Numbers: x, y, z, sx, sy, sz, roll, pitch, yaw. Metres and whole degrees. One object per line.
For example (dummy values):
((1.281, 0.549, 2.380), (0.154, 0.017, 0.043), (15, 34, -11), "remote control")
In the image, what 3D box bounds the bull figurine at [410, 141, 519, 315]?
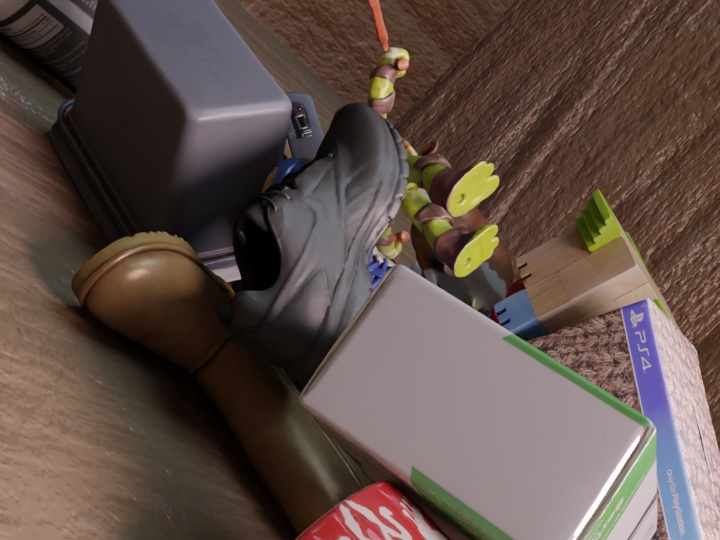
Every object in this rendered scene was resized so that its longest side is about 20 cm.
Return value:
((0.078, -0.006, 0.879), (0.200, 0.064, 0.123), (48, 30, -30), "bull figurine")

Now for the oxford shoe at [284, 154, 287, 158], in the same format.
((-0.117, -0.098, 1.152), (0.072, 0.071, 0.201), (33, 16, -36), "oxford shoe")

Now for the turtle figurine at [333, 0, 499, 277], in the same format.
((0.026, -0.076, 0.764), (0.064, 0.203, 0.161), (-17, 37, -32), "turtle figurine")

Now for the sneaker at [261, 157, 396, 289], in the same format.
((0.000, 0.000, 0.783), (0.087, 0.076, 0.201), (12, -34, 36), "sneaker")

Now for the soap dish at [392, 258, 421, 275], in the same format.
((0.075, 0.106, 0.994), (0.201, 0.080, 0.158), (55, -9, 41), "soap dish")

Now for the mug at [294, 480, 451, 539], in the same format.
((0.042, 0.208, 0.479), (0.200, 0.133, 0.178), (45, -12, 21), "mug")

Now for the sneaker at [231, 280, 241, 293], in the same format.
((-0.041, 0.002, 0.977), (0.072, 0.083, 0.200), (20, -1, 18), "sneaker")

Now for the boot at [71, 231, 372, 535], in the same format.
((-0.067, 0.078, 0.658), (0.201, 0.066, 0.175), (52, 11, 24), "boot")

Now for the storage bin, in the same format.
((-0.122, -0.108, 0.795), (0.144, 0.136, 0.201), (-12, 51, -34), "storage bin")

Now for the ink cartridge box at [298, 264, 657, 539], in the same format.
((0.071, 0.103, 0.566), (0.145, 0.085, 0.200), (31, -14, 27), "ink cartridge box")

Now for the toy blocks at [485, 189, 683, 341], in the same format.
((0.151, 0.042, 0.803), (0.200, 0.135, 0.101), (43, 24, -51), "toy blocks")

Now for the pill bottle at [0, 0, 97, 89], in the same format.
((-0.261, -0.241, 0.951), (0.199, 0.116, 0.116), (38, 12, -42), "pill bottle")

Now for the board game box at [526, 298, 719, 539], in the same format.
((0.130, 0.137, 0.729), (0.097, 0.198, 0.162), (34, 41, -47), "board game box")

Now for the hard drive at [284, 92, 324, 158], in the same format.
((-0.044, -0.082, 1.164), (0.135, 0.042, 0.204), (116, -41, -87), "hard drive")

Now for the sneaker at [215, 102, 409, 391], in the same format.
((-0.029, -0.032, 0.672), (0.090, 0.076, 0.202), (29, 51, -22), "sneaker")

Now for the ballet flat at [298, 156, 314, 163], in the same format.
((-0.025, 0.002, 0.888), (0.072, 0.067, 0.204), (-48, 129, -63), "ballet flat")
